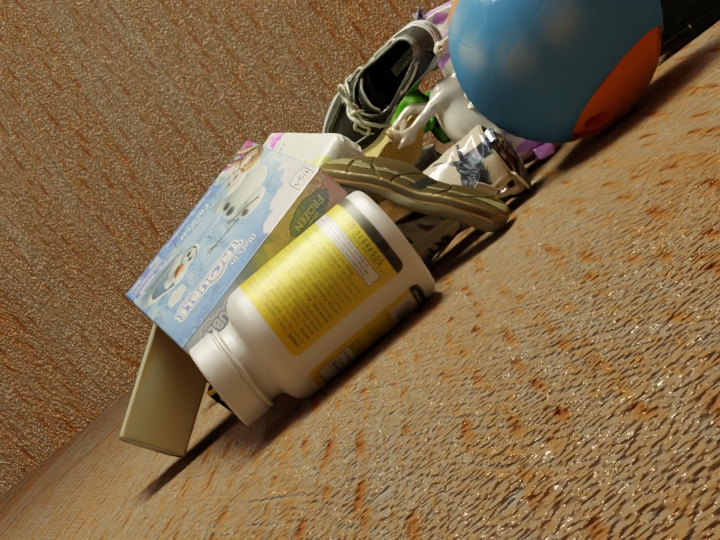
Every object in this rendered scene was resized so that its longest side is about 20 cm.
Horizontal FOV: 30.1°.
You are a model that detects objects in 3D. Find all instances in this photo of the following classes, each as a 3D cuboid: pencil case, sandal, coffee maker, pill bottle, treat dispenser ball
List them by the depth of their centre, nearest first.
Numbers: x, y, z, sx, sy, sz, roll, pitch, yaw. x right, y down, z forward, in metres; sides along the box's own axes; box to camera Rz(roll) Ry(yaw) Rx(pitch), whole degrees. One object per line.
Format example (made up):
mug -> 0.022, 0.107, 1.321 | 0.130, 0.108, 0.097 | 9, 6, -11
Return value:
pill bottle -> -0.043, 0.036, 1.130 | 0.199, 0.112, 0.111 | -40, 5, -4
sandal -> 0.042, -0.061, 1.218 | 0.080, 0.198, 0.055 | -20, -55, -55
treat dispenser ball -> 0.180, -0.220, 1.241 | 0.200, 0.202, 0.201 | -38, 5, 4
pencil case -> 0.068, -0.052, 1.281 | 0.199, 0.078, 0.090 | -38, 19, 12
pencil case -> 0.138, -0.202, 1.417 | 0.083, 0.202, 0.085 | -29, 0, -26
coffee maker -> 0.357, -0.324, 1.451 | 0.190, 0.136, 0.200 | -12, 16, 20

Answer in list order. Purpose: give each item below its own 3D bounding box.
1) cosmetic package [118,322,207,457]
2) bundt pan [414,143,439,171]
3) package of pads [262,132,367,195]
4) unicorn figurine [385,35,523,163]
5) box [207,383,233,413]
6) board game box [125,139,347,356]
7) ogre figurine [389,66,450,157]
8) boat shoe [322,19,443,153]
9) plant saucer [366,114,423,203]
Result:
cosmetic package -> -0.188, 0.088, 1.392 | 0.105, 0.070, 0.203 | 146, 141, -77
bundt pan -> 0.032, -0.059, 1.606 | 0.201, 0.076, 0.202 | -38, 8, 6
package of pads -> -0.073, -0.066, 1.373 | 0.155, 0.068, 0.199 | -57, 24, -9
unicorn figurine -> 0.095, -0.155, 1.357 | 0.137, 0.201, 0.074 | -34, 2, 0
box -> -0.076, 0.034, 1.380 | 0.159, 0.049, 0.201 | -39, 26, 34
board game box -> -0.122, -0.022, 1.258 | 0.201, 0.043, 0.199 | -53, 28, -6
ogre figurine -> 0.090, -0.198, 1.681 | 0.118, 0.099, 0.202 | -7, -44, -12
boat shoe -> 0.012, -0.181, 1.420 | 0.199, 0.074, 0.068 | -40, -1, 39
plant saucer -> -0.015, -0.086, 1.518 | 0.199, 0.049, 0.200 | -35, 9, 31
